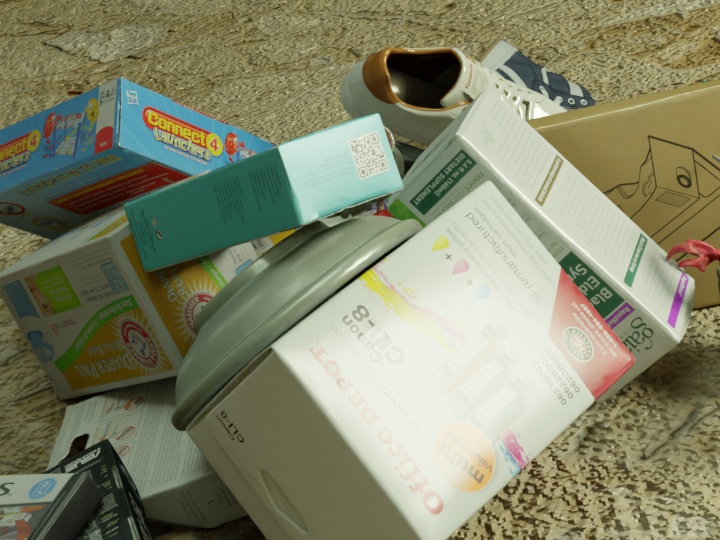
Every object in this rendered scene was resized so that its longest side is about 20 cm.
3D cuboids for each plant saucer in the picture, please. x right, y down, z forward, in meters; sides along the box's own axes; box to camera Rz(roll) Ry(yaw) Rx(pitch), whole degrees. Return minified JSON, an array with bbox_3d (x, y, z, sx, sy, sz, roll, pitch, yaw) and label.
[{"bbox_3d":[-0.050,0.020,1.037,0.200,0.050,0.200,-39,-4,-4],"label":"plant saucer"}]

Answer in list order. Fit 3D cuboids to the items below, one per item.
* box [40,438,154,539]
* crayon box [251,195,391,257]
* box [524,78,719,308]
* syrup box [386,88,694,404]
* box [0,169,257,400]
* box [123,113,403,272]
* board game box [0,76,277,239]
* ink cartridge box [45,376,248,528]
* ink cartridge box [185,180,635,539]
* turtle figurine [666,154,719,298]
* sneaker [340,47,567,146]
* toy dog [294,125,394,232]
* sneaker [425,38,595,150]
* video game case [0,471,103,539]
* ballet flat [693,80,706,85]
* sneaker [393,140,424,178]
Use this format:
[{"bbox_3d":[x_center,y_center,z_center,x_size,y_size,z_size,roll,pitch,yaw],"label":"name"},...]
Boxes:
[{"bbox_3d":[-0.218,0.201,0.991,0.199,0.044,0.160,-29,29,-5],"label":"box"},{"bbox_3d":[0.000,0.000,1.275,0.198,0.059,0.119,-19,29,-9],"label":"crayon box"},{"bbox_3d":[0.201,-0.044,1.146,0.198,0.165,0.021,-11,26,6],"label":"box"},{"bbox_3d":[0.122,-0.016,1.090,0.079,0.200,0.082,-43,7,34],"label":"syrup box"},{"bbox_3d":[-0.167,0.015,1.205,0.101,0.113,0.199,-36,12,-35],"label":"box"},{"bbox_3d":[-0.066,-0.046,1.039,0.082,0.050,0.199,-21,4,-36],"label":"box"},{"bbox_3d":[-0.179,-0.069,1.304,0.199,0.195,0.057,-15,65,39],"label":"board game box"},{"bbox_3d":[-0.124,0.122,1.142,0.198,0.050,0.161,-23,26,15],"label":"ink cartridge box"},{"bbox_3d":[0.028,0.076,0.976,0.200,0.146,0.145,-37,-4,-35],"label":"ink cartridge box"},{"bbox_3d":[0.281,0.012,1.064,0.149,0.101,0.201,24,24,-27],"label":"turtle figurine"},{"bbox_3d":[0.089,-0.124,1.264,0.198,0.074,0.085,11,-18,-20],"label":"sneaker"},{"bbox_3d":[0.044,-0.071,1.208,0.198,0.133,0.097,-7,52,-8],"label":"toy dog"},{"bbox_3d":[0.128,-0.122,1.378,0.108,0.070,0.200,30,36,5],"label":"sneaker"},{"bbox_3d":[-0.270,0.196,0.967,0.179,0.026,0.201,-6,35,32],"label":"video game case"},{"bbox_3d":[0.297,-0.119,1.326,0.069,0.072,0.200,24,1,-1],"label":"ballet flat"},{"bbox_3d":[-0.008,-0.075,1.417,0.090,0.067,0.199,-1,-3,-40],"label":"sneaker"}]
